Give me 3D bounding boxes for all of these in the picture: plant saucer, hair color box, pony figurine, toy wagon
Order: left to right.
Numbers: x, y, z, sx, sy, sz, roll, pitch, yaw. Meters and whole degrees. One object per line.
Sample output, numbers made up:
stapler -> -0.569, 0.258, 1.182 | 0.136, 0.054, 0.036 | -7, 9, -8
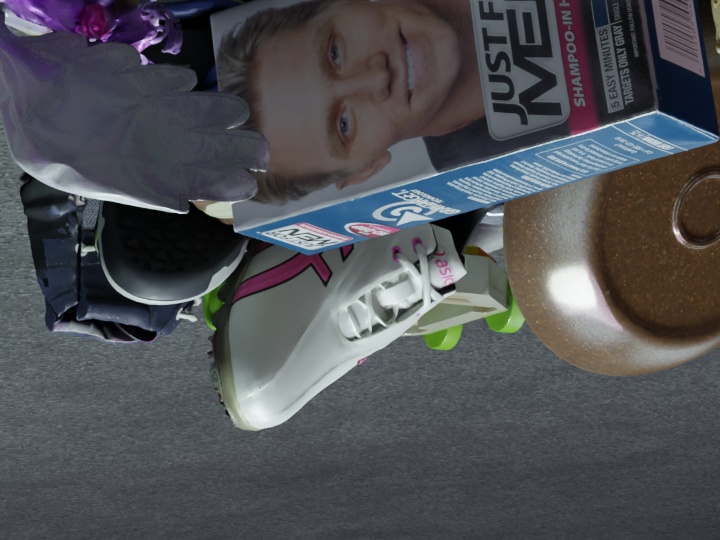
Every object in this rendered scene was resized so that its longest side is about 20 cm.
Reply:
pony figurine -> -0.129, -0.108, 1.089 | 0.193, 0.167, 0.200 | 2, -179, -4
toy wagon -> -0.009, 0.018, 1.586 | 0.155, 0.040, 0.200 | 6, 168, -29
hair color box -> 0.039, -0.080, 1.157 | 0.200, 0.100, 0.061 | -16, 163, 30
plant saucer -> 0.162, -0.036, 1.401 | 0.200, 0.200, 0.037 | 3, -162, -35

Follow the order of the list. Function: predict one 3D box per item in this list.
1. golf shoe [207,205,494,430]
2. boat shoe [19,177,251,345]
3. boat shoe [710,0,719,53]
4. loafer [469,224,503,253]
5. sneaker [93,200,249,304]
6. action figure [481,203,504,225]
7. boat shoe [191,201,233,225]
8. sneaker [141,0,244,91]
golf shoe -> 0.000, 0.000, 1.345 | 0.092, 0.200, 0.073 | 0, 129, 36
boat shoe -> -0.107, -0.001, 1.611 | 0.200, 0.093, 0.075 | 6, 162, -42
boat shoe -> 0.187, -0.113, 1.273 | 0.074, 0.069, 0.200 | -30, 178, 8
loafer -> 0.012, -0.029, 1.585 | 0.200, 0.070, 0.070 | 5, 136, -43
sneaker -> -0.093, -0.018, 1.368 | 0.072, 0.083, 0.200 | 15, -154, -6
action figure -> 0.086, -0.047, 1.465 | 0.200, 0.130, 0.069 | 7, 158, 14
boat shoe -> 0.020, -0.061, 1.258 | 0.202, 0.075, 0.075 | -10, 150, 29
sneaker -> -0.050, -0.088, 1.317 | 0.200, 0.075, 0.088 | -2, 165, -23
